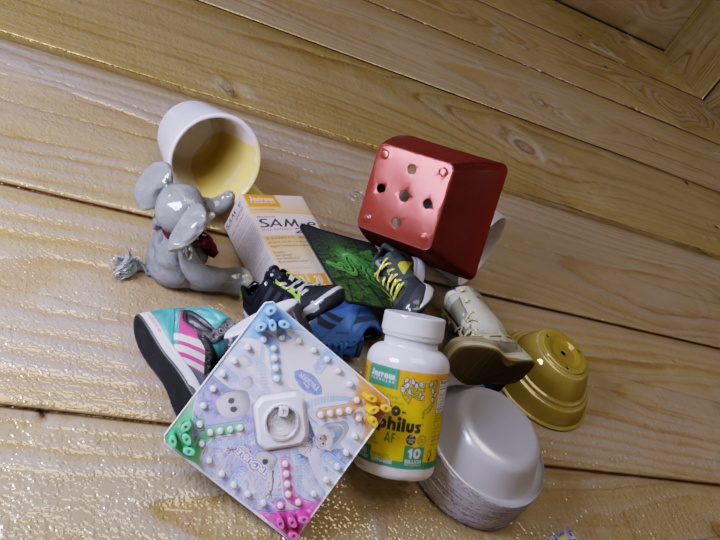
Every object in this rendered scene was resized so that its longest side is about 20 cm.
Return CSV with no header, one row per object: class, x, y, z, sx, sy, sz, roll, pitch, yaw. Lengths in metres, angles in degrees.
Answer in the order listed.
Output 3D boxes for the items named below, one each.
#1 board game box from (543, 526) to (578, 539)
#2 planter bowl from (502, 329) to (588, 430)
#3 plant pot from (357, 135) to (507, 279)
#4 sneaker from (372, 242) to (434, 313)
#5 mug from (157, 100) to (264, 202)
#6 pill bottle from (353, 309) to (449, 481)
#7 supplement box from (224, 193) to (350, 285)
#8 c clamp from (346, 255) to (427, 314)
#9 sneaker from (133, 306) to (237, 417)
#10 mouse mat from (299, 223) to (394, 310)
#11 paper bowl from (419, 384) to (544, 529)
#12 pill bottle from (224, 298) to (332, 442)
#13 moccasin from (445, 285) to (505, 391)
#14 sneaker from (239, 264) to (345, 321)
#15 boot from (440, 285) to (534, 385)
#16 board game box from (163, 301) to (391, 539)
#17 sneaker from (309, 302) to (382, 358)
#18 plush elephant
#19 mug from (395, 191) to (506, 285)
board game box,0.250,0.425,1.072,0.197,0.032,0.121,-7,57,-43
planter bowl,0.325,0.164,1.380,0.197,0.084,0.203,22,38,-18
plant pot,0.101,-0.111,1.321,0.196,0.204,0.175,20,8,24
sneaker,0.055,0.022,1.238,0.084,0.075,0.201,31,16,-13
mug,-0.249,-0.180,1.288,0.147,0.190,0.153,-23,36,-19
pill bottle,0.056,0.158,1.057,0.110,0.205,0.113,9,2,0
supplement box,-0.112,-0.023,1.253,0.124,0.074,0.202,-2,49,-41
c clamp,0.030,0.017,1.322,0.198,0.027,0.172,23,25,-43
sneaker,-0.192,0.121,1.025,0.119,0.084,0.201,-17,58,-36
mouse mat,0.000,0.000,1.268,0.198,0.008,0.162,14,37,-52
paper bowl,0.173,0.249,1.145,0.197,0.105,0.203,21,36,-16
pill bottle,-0.084,0.148,1.009,0.106,0.105,0.204,-33,102,-52
moccasin,0.181,0.115,1.338,0.079,0.069,0.202,4,44,-23
sneaker,-0.105,0.033,1.096,0.071,0.198,0.084,-26,97,-46
boot,0.163,0.092,1.221,0.198,0.072,0.156,14,35,-46
board game box,-0.091,0.176,0.938,0.199,0.201,0.026,40,-9,-11
sneaker,-0.039,0.098,1.182,0.079,0.066,0.198,50,38,16
plush elephant,-0.239,-0.062,1.125,0.197,0.156,0.166,-9,53,-44
mug,0.168,-0.106,1.473,0.174,0.202,0.148,37,1,18
